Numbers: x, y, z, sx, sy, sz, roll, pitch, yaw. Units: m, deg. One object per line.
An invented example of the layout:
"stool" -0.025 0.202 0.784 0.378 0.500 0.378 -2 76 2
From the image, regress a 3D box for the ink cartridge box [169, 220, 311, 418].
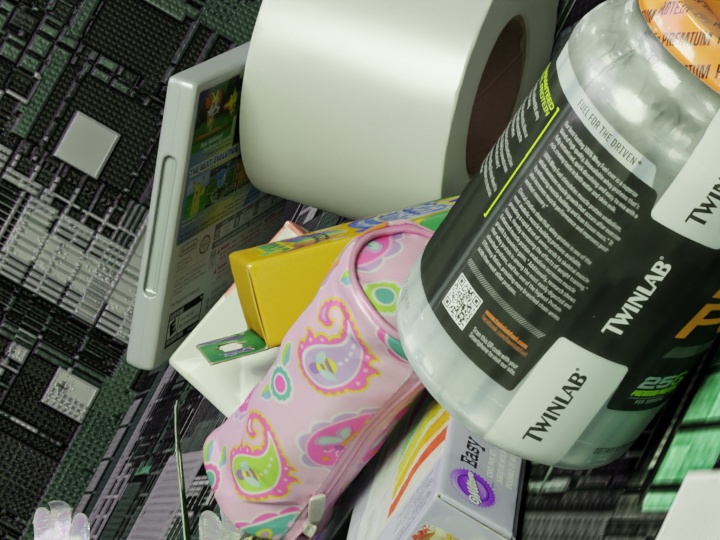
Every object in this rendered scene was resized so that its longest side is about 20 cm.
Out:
"ink cartridge box" -0.046 0.038 1.576 0.117 0.067 0.200 -49 -7 3

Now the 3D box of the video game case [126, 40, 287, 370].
"video game case" -0.086 -0.051 1.534 0.200 0.022 0.184 -36 -41 -65

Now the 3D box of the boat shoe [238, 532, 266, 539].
"boat shoe" -0.042 0.141 1.587 0.072 0.060 0.202 -55 10 35

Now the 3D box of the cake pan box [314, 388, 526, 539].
"cake pan box" 0.019 0.142 1.252 0.201 0.052 0.185 -56 7 30

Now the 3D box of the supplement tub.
"supplement tub" 0.110 -0.025 0.999 0.201 0.122 0.123 -56 9 31

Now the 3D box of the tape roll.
"tape roll" 0.026 -0.127 1.542 0.203 0.138 0.204 17 -90 -73

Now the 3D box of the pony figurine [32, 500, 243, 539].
"pony figurine" -0.143 0.244 1.561 0.200 0.165 0.195 33 -123 -83

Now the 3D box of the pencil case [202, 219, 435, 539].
"pencil case" -0.010 0.063 1.255 0.200 0.087 0.088 -55 10 42

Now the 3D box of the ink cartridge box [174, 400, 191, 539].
"ink cartridge box" -0.076 0.183 1.363 0.146 0.048 0.202 -122 30 -81

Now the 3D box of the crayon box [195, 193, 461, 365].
"crayon box" 0.000 0.000 1.391 0.126 0.198 0.052 -159 54 -82
